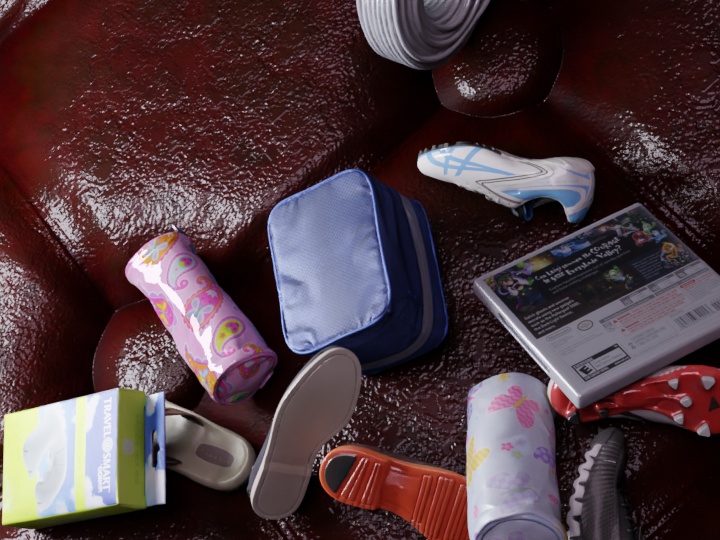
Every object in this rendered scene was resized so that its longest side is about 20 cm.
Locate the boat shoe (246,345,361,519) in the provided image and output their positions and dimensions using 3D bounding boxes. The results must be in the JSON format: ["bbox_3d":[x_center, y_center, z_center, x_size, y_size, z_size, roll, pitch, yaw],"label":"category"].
[{"bbox_3d":[-0.061,0.149,1.477,0.200,0.073,0.063,-65,23,21],"label":"boat shoe"}]

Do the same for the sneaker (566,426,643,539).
[{"bbox_3d":[0.230,0.246,1.375,0.090,0.066,0.200,11,75,20],"label":"sneaker"}]

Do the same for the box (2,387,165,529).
[{"bbox_3d":[-0.287,0.194,1.546,0.200,0.048,0.122,-15,69,35],"label":"box"}]

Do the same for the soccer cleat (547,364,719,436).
[{"bbox_3d":[0.276,0.112,1.415,0.200,0.085,0.069,1,109,3],"label":"soccer cleat"}]

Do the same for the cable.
[{"bbox_3d":[0.071,-0.316,1.595,0.069,0.200,0.200,19,77,31],"label":"cable"}]

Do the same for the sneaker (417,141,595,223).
[{"bbox_3d":[0.145,-0.092,1.549,0.200,0.072,0.073,11,92,30],"label":"sneaker"}]

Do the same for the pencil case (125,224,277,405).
[{"bbox_3d":[-0.168,0.048,1.590,0.087,0.087,0.200,-39,60,0],"label":"pencil case"}]

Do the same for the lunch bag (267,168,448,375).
[{"bbox_3d":[0.000,0.000,1.525,0.136,0.132,0.200,-22,62,27],"label":"lunch bag"}]

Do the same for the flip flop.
[{"bbox_3d":[-0.202,0.175,1.559,0.200,0.058,0.081,17,74,25],"label":"flip flop"}]

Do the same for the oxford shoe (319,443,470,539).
[{"bbox_3d":[0.063,0.211,1.445,0.200,0.073,0.071,23,101,6],"label":"oxford shoe"}]

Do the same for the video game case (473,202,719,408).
[{"bbox_3d":[0.239,0.029,1.430,0.200,0.023,0.182,-25,47,-16],"label":"video game case"}]

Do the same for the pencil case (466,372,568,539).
[{"bbox_3d":[0.144,0.184,1.377,0.091,0.083,0.200,12,38,-9],"label":"pencil case"}]
